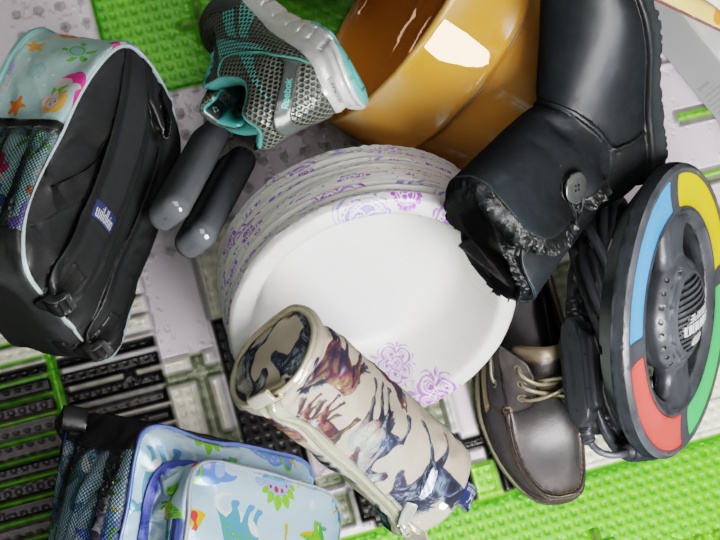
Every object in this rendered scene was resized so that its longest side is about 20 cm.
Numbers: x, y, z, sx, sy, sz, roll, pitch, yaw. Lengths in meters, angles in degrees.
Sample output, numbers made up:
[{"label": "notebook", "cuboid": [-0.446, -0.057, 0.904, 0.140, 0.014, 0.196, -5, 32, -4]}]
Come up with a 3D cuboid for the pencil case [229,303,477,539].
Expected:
[{"label": "pencil case", "cuboid": [-0.005, 0.104, 1.275, 0.200, 0.078, 0.090, 43, 31, -38]}]

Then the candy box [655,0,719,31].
[{"label": "candy box", "cuboid": [0.262, -0.275, 1.340, 0.115, 0.055, 0.200, 19, 105, -30]}]

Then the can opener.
[{"label": "can opener", "cuboid": [-0.091, -0.085, 1.330, 0.053, 0.066, 0.200, 46, 37, -16]}]

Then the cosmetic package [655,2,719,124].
[{"label": "cosmetic package", "cuboid": [0.293, -0.180, 1.452, 0.101, 0.071, 0.200, -38, 87, -14]}]

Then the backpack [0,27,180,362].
[{"label": "backpack", "cuboid": [-0.207, -0.059, 1.287, 0.150, 0.178, 0.200, 14, 68, 22]}]

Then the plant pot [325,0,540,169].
[{"label": "plant pot", "cuboid": [0.100, -0.145, 1.362, 0.183, 0.200, 0.200, 31, 75, -20]}]

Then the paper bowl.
[{"label": "paper bowl", "cuboid": [0.000, 0.000, 1.318, 0.200, 0.201, 0.104, -5, 41, -11]}]

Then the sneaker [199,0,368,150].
[{"label": "sneaker", "cuboid": [-0.078, -0.138, 1.310, 0.091, 0.200, 0.078, -36, 120, -12]}]

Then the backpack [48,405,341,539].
[{"label": "backpack", "cuboid": [-0.116, 0.206, 1.247, 0.183, 0.147, 0.200, 20, 80, -45]}]

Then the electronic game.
[{"label": "electronic game", "cuboid": [0.209, 0.027, 1.290, 0.042, 0.200, 0.200, 5, 76, 28]}]

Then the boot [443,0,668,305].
[{"label": "boot", "cuboid": [0.120, -0.096, 1.219, 0.168, 0.076, 0.200, -42, 132, -33]}]

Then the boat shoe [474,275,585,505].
[{"label": "boat shoe", "cuboid": [0.119, 0.070, 1.373, 0.074, 0.073, 0.200, -14, 82, -12]}]

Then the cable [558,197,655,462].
[{"label": "cable", "cuboid": [0.198, 0.036, 1.366, 0.163, 0.051, 0.200, -1, 83, -50]}]
